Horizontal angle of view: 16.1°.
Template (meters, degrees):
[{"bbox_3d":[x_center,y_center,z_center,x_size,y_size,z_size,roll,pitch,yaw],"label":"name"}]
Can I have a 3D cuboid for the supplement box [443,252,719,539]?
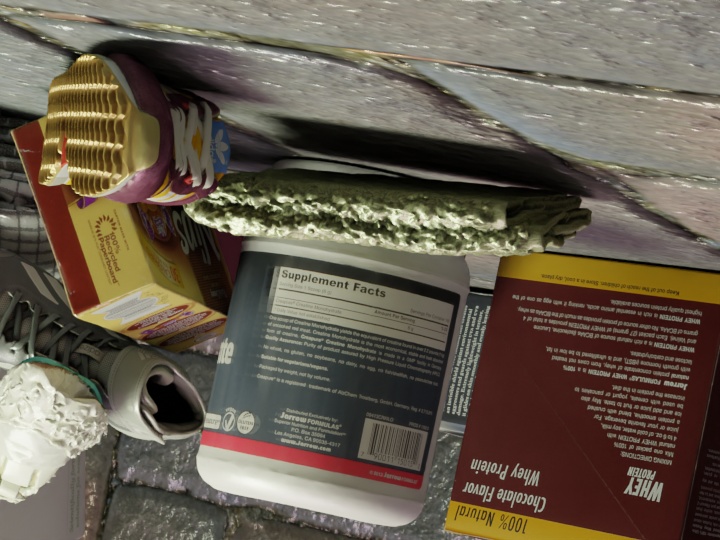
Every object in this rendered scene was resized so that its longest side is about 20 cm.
[{"bbox_3d":[0.189,0.104,1.721,0.197,0.200,0.133,7,173,42],"label":"supplement box"}]

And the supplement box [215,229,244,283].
[{"bbox_3d":[-0.160,-0.014,1.880,0.200,0.086,0.110,9,174,40],"label":"supplement box"}]

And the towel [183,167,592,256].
[{"bbox_3d":[0.017,-0.030,1.369,0.200,0.037,0.148,6,-175,18],"label":"towel"}]

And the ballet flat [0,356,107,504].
[{"bbox_3d":[-0.197,0.106,1.532,0.072,0.072,0.200,13,164,-9],"label":"ballet flat"}]

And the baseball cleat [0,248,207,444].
[{"bbox_3d":[-0.173,0.043,1.537,0.200,0.070,0.106,29,169,-27],"label":"baseball cleat"}]

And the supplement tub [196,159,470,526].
[{"bbox_3d":[-0.013,0.044,1.522,0.140,0.200,0.140,12,175,1],"label":"supplement tub"}]

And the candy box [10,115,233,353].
[{"bbox_3d":[-0.133,-0.022,1.500,0.056,0.117,0.200,-22,168,10],"label":"candy box"}]

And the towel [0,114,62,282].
[{"bbox_3d":[-0.278,-0.035,1.611,0.200,0.086,0.166,11,146,-3],"label":"towel"}]

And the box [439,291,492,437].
[{"bbox_3d":[0.135,0.090,2.177,0.198,0.123,0.200,9,174,40],"label":"box"}]

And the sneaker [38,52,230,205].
[{"bbox_3d":[-0.102,-0.069,1.266,0.090,0.075,0.200,5,-176,-17],"label":"sneaker"}]

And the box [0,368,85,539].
[{"bbox_3d":[-0.317,0.118,1.838,0.171,0.199,0.200,12,-161,25],"label":"box"}]
